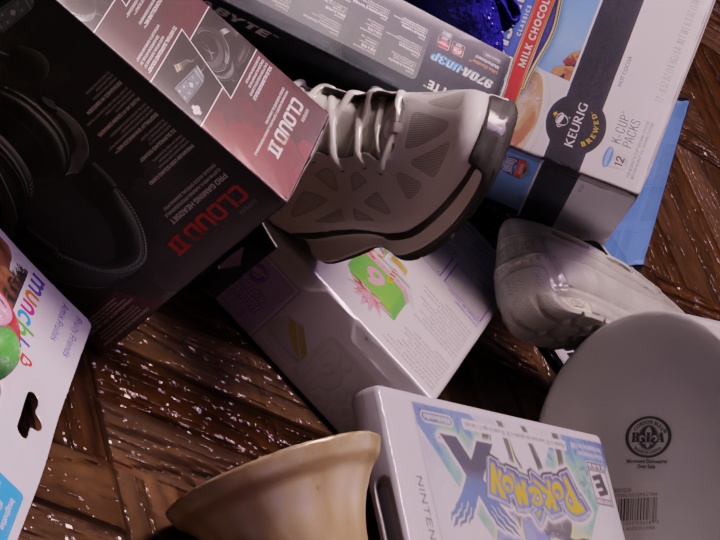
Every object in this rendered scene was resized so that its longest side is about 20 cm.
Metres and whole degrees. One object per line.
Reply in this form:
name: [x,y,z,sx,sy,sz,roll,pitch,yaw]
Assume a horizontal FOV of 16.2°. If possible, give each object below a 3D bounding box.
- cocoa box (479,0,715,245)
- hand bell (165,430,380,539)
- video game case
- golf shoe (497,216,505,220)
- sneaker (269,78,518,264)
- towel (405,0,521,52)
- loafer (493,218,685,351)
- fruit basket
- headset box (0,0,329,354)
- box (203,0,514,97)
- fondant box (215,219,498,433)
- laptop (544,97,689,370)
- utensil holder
cocoa box: [0.110,-0.105,1.454,0.131,0.134,0.200,22,-8,2]
hand bell: [-0.005,0.183,1.124,0.104,0.104,0.201,1,64,-57]
video game case: [0.081,0.159,1.293,0.200,0.022,0.183,16,55,-49]
golf shoe: [0.096,-0.094,1.685,0.092,0.075,0.201,49,23,-36]
sneaker: [-0.016,-0.060,1.211,0.115,0.200,0.076,30,68,-21]
towel: [0.016,-0.213,1.306,0.148,0.049,0.201,46,-19,61]
loafer: [0.141,0.016,1.484,0.200,0.070,0.070,25,48,-57]
fruit basket: [-0.189,-0.003,1.059,0.200,0.094,0.186,44,25,-17]
headset box: [-0.125,-0.066,1.171,0.200,0.149,0.077,42,39,-14]
box: [-0.044,-0.116,1.284,0.199,0.159,0.046,25,73,-20]
fondant box: [0.000,0.000,1.397,0.144,0.058,0.200,47,24,-3]
laptop: [0.190,0.001,1.631,0.200,0.116,0.187,56,27,16]
utensil holder: [0.220,0.114,1.460,0.200,0.170,0.170,16,40,-47]
